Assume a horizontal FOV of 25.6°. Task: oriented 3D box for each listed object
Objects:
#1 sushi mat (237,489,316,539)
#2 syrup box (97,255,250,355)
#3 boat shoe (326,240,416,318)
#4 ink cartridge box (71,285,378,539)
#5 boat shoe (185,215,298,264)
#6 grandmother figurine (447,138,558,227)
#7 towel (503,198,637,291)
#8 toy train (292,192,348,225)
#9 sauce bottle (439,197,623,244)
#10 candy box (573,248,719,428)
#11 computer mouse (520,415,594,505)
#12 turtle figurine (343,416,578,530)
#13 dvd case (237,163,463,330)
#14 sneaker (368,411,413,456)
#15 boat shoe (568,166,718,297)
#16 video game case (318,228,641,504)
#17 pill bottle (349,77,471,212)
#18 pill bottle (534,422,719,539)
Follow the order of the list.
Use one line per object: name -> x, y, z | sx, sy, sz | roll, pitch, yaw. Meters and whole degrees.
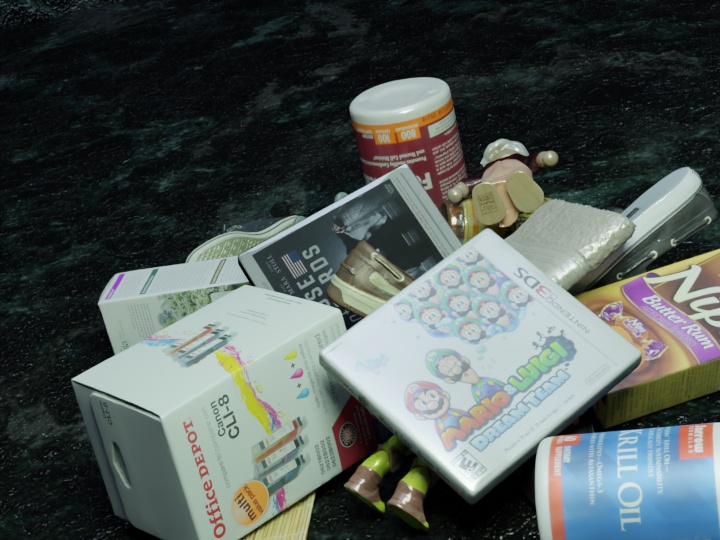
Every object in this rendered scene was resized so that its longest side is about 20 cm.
sushi mat -> -0.082, 0.195, 1.393 | 0.096, 0.012, 0.200 | -9, 23, 10
syrup box -> -0.173, 0.039, 1.715 | 0.200, 0.079, 0.081 | -8, 24, 12
boat shoe -> 0.073, 0.034, 1.471 | 0.202, 0.075, 0.075 | 25, 5, -17
ink cartridge box -> -0.116, 0.126, 1.368 | 0.200, 0.145, 0.145 | -30, 27, -32
boat shoe -> -0.136, -0.018, 1.830 | 0.062, 0.075, 0.200 | 2, 18, 38
grandmother figurine -> 0.150, -0.095, 1.661 | 0.121, 0.061, 0.200 | -9, 14, 11
towel -> 0.167, -0.014, 1.469 | 0.133, 0.034, 0.200 | -41, 13, -7
toy train -> -0.024, -0.002, 1.688 | 0.085, 0.114, 0.200 | -30, 18, 23
sauce bottle -> 0.186, -0.048, 1.711 | 0.200, 0.066, 0.066 | -3, 22, -9
candy box -> 0.285, 0.054, 1.419 | 0.200, 0.056, 0.117 | -17, 48, -11
computer mouse -> 0.133, 0.143, 1.357 | 0.140, 0.046, 0.200 | -10, 23, 4
turtle figurine -> 0.066, 0.132, 1.318 | 0.200, 0.064, 0.161 | 21, 70, 29
dvd case -> 0.000, 0.000, 1.580 | 0.200, 0.150, 0.025 | -29, -19, -12
sneaker -> 0.037, 0.091, 1.479 | 0.075, 0.085, 0.200 | -9, 23, 9
boat shoe -> 0.246, -0.010, 1.468 | 0.200, 0.066, 0.070 | -41, 12, -2
video game case -> 0.098, 0.073, 1.307 | 0.200, 0.024, 0.182 | -36, 61, -24
pill bottle -> 0.062, -0.103, 1.762 | 0.114, 0.200, 0.114 | -12, 23, 5
pill bottle -> 0.234, 0.169, 1.161 | 0.200, 0.112, 0.112 | -7, 24, 14
